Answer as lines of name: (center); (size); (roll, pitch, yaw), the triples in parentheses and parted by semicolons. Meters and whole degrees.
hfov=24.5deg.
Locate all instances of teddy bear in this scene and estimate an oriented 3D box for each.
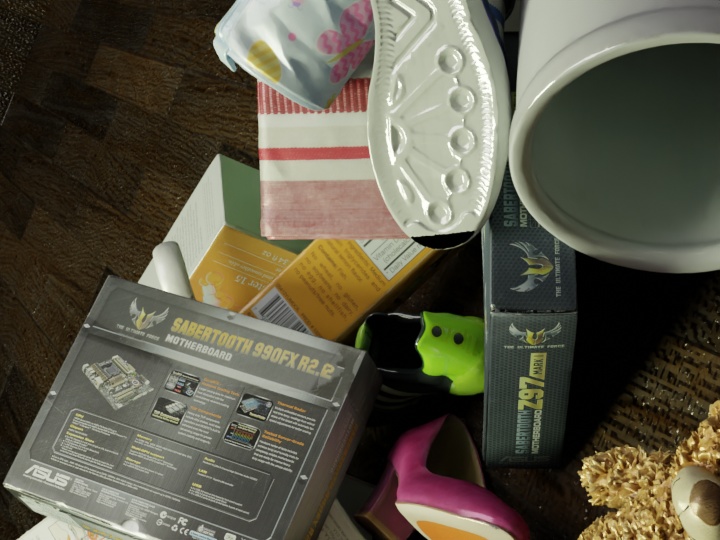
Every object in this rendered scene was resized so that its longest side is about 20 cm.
teddy bear: (0.141, 0.143, 0.793); (0.200, 0.066, 0.146); (-36, 42, 53)

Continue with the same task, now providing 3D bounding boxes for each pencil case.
pencil case: (-0.005, -0.193, 0.973); (0.083, 0.090, 0.201); (43, 107, 38)

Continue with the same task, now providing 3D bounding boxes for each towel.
towel: (0.004, -0.120, 1.034); (0.023, 0.142, 0.203); (-12, -78, -75)

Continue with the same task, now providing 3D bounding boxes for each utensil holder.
utensil holder: (0.161, -0.129, 0.858); (0.170, 0.169, 0.202); (-45, 30, 43)

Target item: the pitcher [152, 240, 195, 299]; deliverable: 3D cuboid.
pitcher: (-0.114, 0.079, 1.244); (0.200, 0.120, 0.173); (80, 176, -73)

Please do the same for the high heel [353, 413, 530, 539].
high heel: (0.065, 0.123, 0.976); (0.096, 0.067, 0.200); (-50, 8, -17)

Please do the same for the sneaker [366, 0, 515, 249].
sneaker: (0.057, -0.124, 0.905); (0.146, 0.080, 0.202); (-30, -66, -65)

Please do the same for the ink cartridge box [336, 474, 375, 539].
ink cartridge box: (-0.078, 0.229, 1.174); (0.200, 0.084, 0.147); (-30, 43, 54)

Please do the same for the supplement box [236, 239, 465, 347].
supplement box: (0.000, 0.000, 1.123); (0.200, 0.069, 0.066); (-41, -10, 9)

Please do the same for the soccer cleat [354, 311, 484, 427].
soccer cleat: (0.022, 0.059, 1.105); (0.200, 0.080, 0.068); (-24, 49, 59)

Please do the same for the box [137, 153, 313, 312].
box: (-0.108, 0.026, 1.361); (0.201, 0.123, 0.098); (-55, 27, 30)

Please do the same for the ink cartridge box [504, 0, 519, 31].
ink cartridge box: (0.046, -0.172, 1.084); (0.148, 0.199, 0.083); (-63, -1, 13)

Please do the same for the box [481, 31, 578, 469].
box: (0.095, -0.012, 0.952); (0.158, 0.050, 0.202); (87, -176, -54)

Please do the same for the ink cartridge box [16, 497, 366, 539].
ink cartridge box: (-0.110, 0.186, 1.064); (0.199, 0.050, 0.161); (-37, 58, -4)

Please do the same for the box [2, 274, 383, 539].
box: (-0.106, 0.103, 1.054); (0.198, 0.048, 0.160); (15, 66, 22)
